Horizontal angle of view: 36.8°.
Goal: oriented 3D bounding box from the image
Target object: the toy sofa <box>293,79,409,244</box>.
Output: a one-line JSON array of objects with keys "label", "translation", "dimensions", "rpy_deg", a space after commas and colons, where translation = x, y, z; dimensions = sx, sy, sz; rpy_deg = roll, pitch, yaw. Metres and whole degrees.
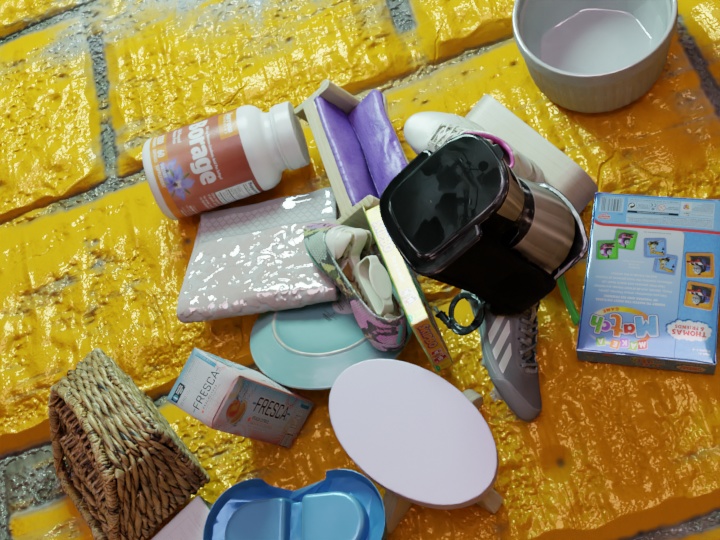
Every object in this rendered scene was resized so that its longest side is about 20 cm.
[{"label": "toy sofa", "translation": [-0.001, -0.144, 1.353], "dimensions": [0.097, 0.082, 0.202], "rpy_deg": [-35, 57, 25]}]

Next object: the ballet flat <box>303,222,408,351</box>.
[{"label": "ballet flat", "translation": [0.000, 0.000, 1.228], "dimensions": [0.068, 0.072, 0.201], "rpy_deg": [-12, 53, -29]}]

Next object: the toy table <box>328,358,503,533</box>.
[{"label": "toy table", "translation": [0.065, 0.187, 1.165], "dimensions": [0.184, 0.117, 0.200], "rpy_deg": [-42, 61, -8]}]

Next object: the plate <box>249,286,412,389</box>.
[{"label": "plate", "translation": [-0.036, 0.059, 1.266], "dimensions": [0.197, 0.026, 0.201], "rpy_deg": [-9, 38, 7]}]

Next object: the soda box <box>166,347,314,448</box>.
[{"label": "soda box", "translation": [-0.127, 0.143, 1.190], "dimensions": [0.068, 0.200, 0.064], "rpy_deg": [27, 85, 25]}]

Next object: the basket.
[{"label": "basket", "translation": [-0.292, 0.202, 1.217], "dimensions": [0.149, 0.143, 0.200], "rpy_deg": [-41, 44, -9]}]

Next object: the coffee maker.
[{"label": "coffee maker", "translation": [0.115, -0.025, 1.105], "dimensions": [0.134, 0.199, 0.194], "rpy_deg": [33, 97, 38]}]

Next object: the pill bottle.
[{"label": "pill bottle", "translation": [-0.171, -0.146, 1.400], "dimensions": [0.198, 0.112, 0.113], "rpy_deg": [-18, 60, 7]}]

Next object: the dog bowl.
[{"label": "dog bowl", "translation": [-0.063, 0.273, 1.121], "dimensions": [0.197, 0.050, 0.113], "rpy_deg": [-10, 58, 15]}]

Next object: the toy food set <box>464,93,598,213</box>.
[{"label": "toy food set", "translation": [0.172, -0.106, 1.325], "dimensions": [0.144, 0.060, 0.200], "rpy_deg": [-48, 60, 3]}]

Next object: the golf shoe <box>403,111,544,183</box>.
[{"label": "golf shoe", "translation": [0.125, -0.147, 1.274], "dimensions": [0.199, 0.091, 0.076], "rpy_deg": [30, 87, 31]}]

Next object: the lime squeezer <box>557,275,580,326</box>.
[{"label": "lime squeezer", "translation": [0.188, -0.026, 1.250], "dimensions": [0.199, 0.071, 0.038], "rpy_deg": [36, 33, 10]}]

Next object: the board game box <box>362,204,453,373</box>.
[{"label": "board game box", "translation": [0.051, 0.013, 1.228], "dimensions": [0.030, 0.096, 0.201], "rpy_deg": [-27, 48, 3]}]

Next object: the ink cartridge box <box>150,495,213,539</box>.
[{"label": "ink cartridge box", "translation": [-0.213, 0.358, 1.189], "dimensions": [0.200, 0.059, 0.104], "rpy_deg": [-42, 60, -8]}]

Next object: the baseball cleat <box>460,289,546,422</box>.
[{"label": "baseball cleat", "translation": [0.174, 0.061, 1.198], "dimensions": [0.106, 0.069, 0.202], "rpy_deg": [-31, 71, 32]}]

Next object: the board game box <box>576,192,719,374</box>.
[{"label": "board game box", "translation": [0.330, 0.011, 1.225], "dimensions": [0.149, 0.037, 0.202], "rpy_deg": [5, 65, 17]}]

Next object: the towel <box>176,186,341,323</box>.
[{"label": "towel", "translation": [-0.119, -0.020, 1.337], "dimensions": [0.197, 0.032, 0.192], "rpy_deg": [-10, 43, 11]}]

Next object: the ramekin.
[{"label": "ramekin", "translation": [0.293, -0.292, 1.350], "dimensions": [0.198, 0.105, 0.202], "rpy_deg": [-7, 62, 13]}]
